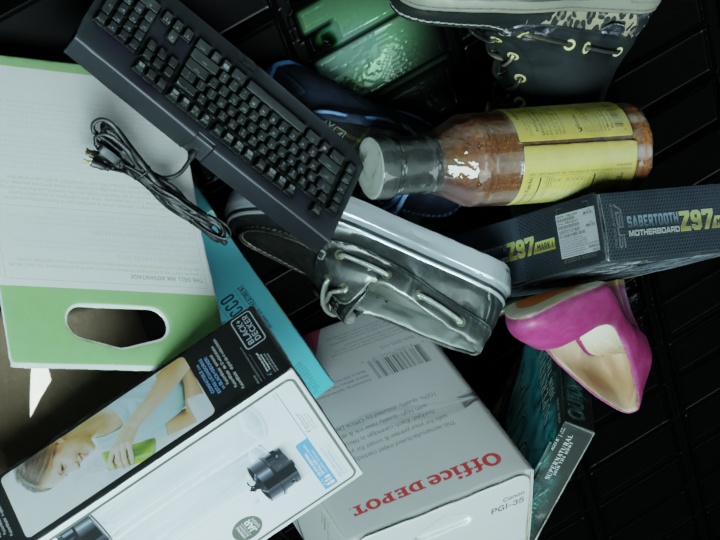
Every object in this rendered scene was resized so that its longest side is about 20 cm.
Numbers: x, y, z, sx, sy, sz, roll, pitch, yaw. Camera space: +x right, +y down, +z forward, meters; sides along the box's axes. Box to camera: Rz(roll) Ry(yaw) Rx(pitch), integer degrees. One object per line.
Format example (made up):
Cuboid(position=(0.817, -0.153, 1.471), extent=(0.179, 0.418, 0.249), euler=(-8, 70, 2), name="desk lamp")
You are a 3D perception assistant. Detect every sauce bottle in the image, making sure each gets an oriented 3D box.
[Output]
Cuboid(position=(0.094, -0.075, 1.211), extent=(0.199, 0.066, 0.066), euler=(-4, 127, -25), name="sauce bottle")

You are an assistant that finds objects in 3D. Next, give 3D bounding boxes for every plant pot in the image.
Cuboid(position=(-0.198, 0.090, 1.175), extent=(0.199, 0.200, 0.176), euler=(-10, 113, -26), name="plant pot")

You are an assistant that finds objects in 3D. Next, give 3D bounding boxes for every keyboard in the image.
Cuboid(position=(-0.091, -0.081, 1.104), extent=(0.200, 0.021, 0.128), euler=(38, 59, -20), name="keyboard")

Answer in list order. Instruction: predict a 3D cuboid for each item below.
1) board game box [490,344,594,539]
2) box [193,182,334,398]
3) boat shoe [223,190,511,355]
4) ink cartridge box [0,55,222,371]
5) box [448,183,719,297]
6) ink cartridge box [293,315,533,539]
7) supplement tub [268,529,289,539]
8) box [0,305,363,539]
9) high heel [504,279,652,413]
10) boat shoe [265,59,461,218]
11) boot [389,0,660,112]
Cuboid(position=(0.132, 0.117, 1.395), extent=(0.028, 0.200, 0.136), euler=(21, 116, -7), name="board game box")
Cuboid(position=(-0.091, 0.012, 1.238), extent=(0.049, 0.082, 0.200), euler=(-36, 137, -3), name="box")
Cuboid(position=(0.000, 0.000, 1.225), extent=(0.199, 0.071, 0.072), euler=(17, 157, 3), name="boat shoe")
Cuboid(position=(-0.161, -0.027, 1.080), extent=(0.145, 0.201, 0.048), euler=(4, 154, -35), name="ink cartridge box")
Cuboid(position=(0.163, -0.018, 1.303), extent=(0.157, 0.200, 0.051), euler=(-5, 84, -34), name="box")
Cuboid(position=(0.012, 0.129, 1.314), extent=(0.146, 0.200, 0.083), euler=(-19, 133, -18), name="ink cartridge box")
Cuboid(position=(-0.079, 0.272, 1.373), extent=(0.122, 0.200, 0.123), euler=(-17, 132, -19), name="supplement tub")
Cuboid(position=(-0.111, 0.124, 1.054), extent=(0.199, 0.060, 0.117), euler=(-33, 137, -3), name="box")
Cuboid(position=(0.152, 0.059, 1.269), extent=(0.067, 0.097, 0.200), euler=(-13, 177, 19), name="high heel")
Cuboid(position=(0.005, -0.069, 1.241), extent=(0.199, 0.069, 0.084), euler=(17, 115, -40), name="boat shoe")
Cuboid(position=(0.099, -0.136, 1.246), extent=(0.202, 0.074, 0.154), euler=(-5, 130, -28), name="boot")
